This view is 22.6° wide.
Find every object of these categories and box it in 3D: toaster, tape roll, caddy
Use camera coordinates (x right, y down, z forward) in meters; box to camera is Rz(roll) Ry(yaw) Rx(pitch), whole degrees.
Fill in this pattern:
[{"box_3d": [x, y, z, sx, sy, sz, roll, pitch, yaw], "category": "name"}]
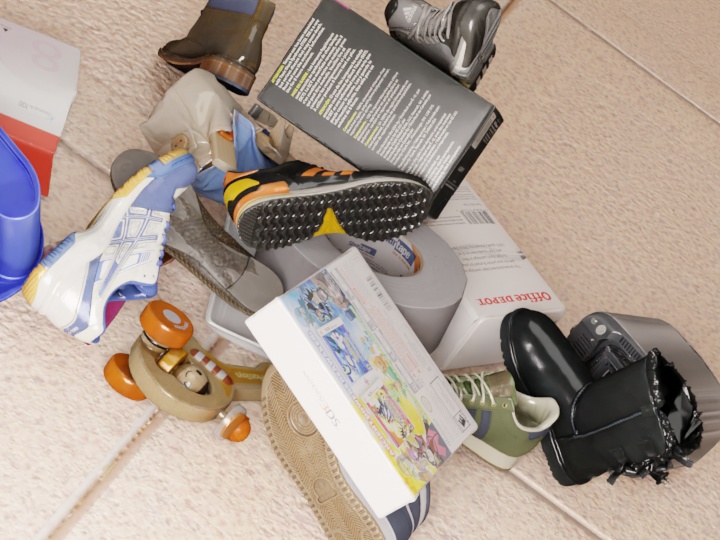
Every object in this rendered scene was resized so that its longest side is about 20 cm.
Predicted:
[{"box_3d": [0.299, 0.132, 1.874, 0.129, 0.114, 0.200, -1, 45, -45], "category": "toaster"}, {"box_3d": [0.000, 0.000, 1.732, 0.200, 0.066, 0.201, 20, 28, -11], "category": "tape roll"}, {"box_3d": [-0.357, -0.058, 1.540, 0.141, 0.105, 0.200, -30, 67, -29], "category": "caddy"}]

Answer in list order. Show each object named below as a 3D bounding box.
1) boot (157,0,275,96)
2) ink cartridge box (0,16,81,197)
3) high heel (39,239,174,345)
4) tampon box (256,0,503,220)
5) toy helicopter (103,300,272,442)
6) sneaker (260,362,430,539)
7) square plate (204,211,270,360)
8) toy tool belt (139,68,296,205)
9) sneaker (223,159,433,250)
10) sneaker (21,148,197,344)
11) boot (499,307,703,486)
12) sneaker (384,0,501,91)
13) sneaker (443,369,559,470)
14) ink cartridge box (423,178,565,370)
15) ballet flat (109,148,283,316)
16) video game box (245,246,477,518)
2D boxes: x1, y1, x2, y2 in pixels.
[{"box_3d": [-0.146, -0.244, 1.892, 0.075, 0.097, 0.200, 26, 0, -31], "category": "boot"}, {"box_3d": [-0.356, -0.174, 1.734, 0.162, 0.057, 0.200, 22, 31, -21], "category": "ink cartridge box"}, {"box_3d": [-0.205, 0.011, 1.639, 0.200, 0.067, 0.096, -16, 75, -47], "category": "high heel"}, {"box_3d": [0.023, -0.160, 1.787, 0.200, 0.126, 0.150, 35, 4, 6], "category": "tampon box"}, {"box_3d": [-0.118, 0.103, 1.579, 0.200, 0.079, 0.132, 9, 33, -53], "category": "toy helicopter"}, {"box_3d": [-0.009, 0.156, 1.574, 0.108, 0.070, 0.201, -30, 94, -54], "category": "sneaker"}, {"box_3d": [-0.055, 0.042, 1.737, 0.199, 0.028, 0.198, 28, 30, -14], "category": "square plate"}, {"box_3d": [-0.120, -0.108, 1.789, 0.123, 0.125, 0.200, 44, 8, 31], "category": "toy tool belt"}, {"box_3d": [-0.031, -0.076, 1.671, 0.199, 0.070, 0.090, -7, 42, -23], "category": "sneaker"}, {"box_3d": [-0.198, -0.019, 1.555, 0.088, 0.075, 0.200, 43, 65, -2], "category": "sneaker"}, {"box_3d": [0.233, 0.113, 1.740, 0.073, 0.162, 0.199, -18, 86, -43], "category": "boot"}, {"box_3d": [0.073, -0.239, 1.781, 0.115, 0.075, 0.200, 30, -9, 7], "category": "sneaker"}, {"box_3d": [0.105, 0.119, 1.704, 0.200, 0.090, 0.067, 29, 34, -34], "category": "sneaker"}, {"box_3d": [0.096, 0.001, 1.881, 0.145, 0.084, 0.200, -5, 49, -44], "category": "ink cartridge box"}, {"box_3d": [-0.151, -0.031, 1.641, 0.200, 0.046, 0.067, 42, 72, -8], "category": "ballet flat"}, {"box_3d": [0.006, 0.091, 1.543, 0.200, 0.047, 0.182, 56, 23, 0], "category": "video game box"}]
